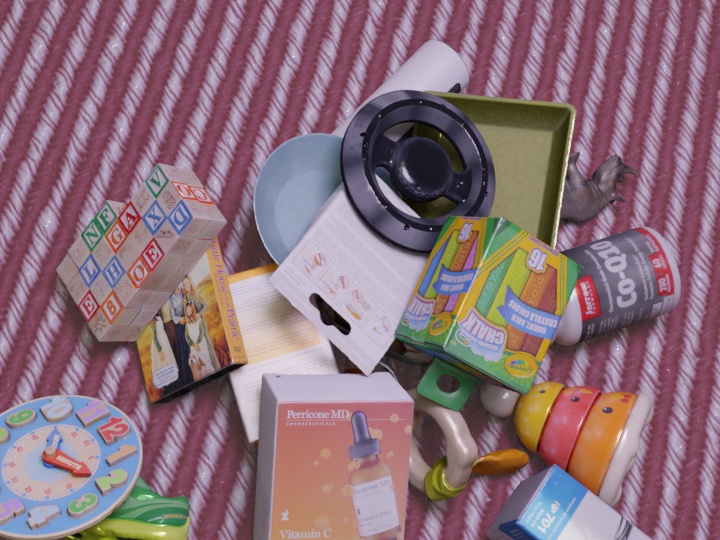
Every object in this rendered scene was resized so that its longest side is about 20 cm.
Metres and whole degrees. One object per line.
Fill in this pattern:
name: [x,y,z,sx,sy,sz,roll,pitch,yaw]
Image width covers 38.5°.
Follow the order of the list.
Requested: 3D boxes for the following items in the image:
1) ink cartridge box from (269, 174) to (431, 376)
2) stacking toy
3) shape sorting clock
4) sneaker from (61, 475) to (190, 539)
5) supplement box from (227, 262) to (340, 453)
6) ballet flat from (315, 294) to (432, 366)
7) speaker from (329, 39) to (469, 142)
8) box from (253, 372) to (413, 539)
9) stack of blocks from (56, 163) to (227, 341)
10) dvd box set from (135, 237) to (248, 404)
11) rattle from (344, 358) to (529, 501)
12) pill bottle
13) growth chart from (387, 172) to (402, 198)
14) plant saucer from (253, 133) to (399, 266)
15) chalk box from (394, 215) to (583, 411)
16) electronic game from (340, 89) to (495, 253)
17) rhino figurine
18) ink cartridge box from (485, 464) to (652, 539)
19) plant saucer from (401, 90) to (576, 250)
ink cartridge box: [0.000,0.000,1.193,0.161,0.050,0.200,44,63,-9]
stacking toy: [0.232,0.181,1.223,0.199,0.146,0.147,22,70,18]
shape sorting clock: [-0.339,0.210,1.132,0.198,0.040,0.201,4,37,-3]
sneaker: [-0.285,0.265,1.163,0.198,0.074,0.084,16,43,4]
supplement box: [-0.100,0.099,1.225,0.125,0.074,0.202,-15,73,-10]
ballet flat: [0.038,0.072,1.249,0.198,0.071,0.070,19,93,0]
speaker: [0.049,-0.207,1.339,0.081,0.081,0.200,42,72,8]
box: [-0.033,0.221,1.125,0.151,0.106,0.202,1,101,-14]
stack of blocks: [-0.254,-0.028,1.188,0.200,0.058,0.115,-48,63,22]
dvd box set: [-0.212,0.038,1.210,0.146,0.029,0.202,-26,72,32]
rattle: [0.092,0.165,1.231,0.142,0.131,0.200,-24,49,-24]
pill bottle: [0.279,0.026,1.271,0.198,0.114,0.115,-17,74,-12]
growth chart: [0.083,-0.038,1.321,0.143,0.018,0.202,11,71,-3]
plant saucer: [-0.041,-0.064,1.239,0.199,0.039,0.203,8,72,-25]
chalk box: [0.131,0.055,1.138,0.124,0.124,0.201,27,82,-23]
electronic game: [0.070,-0.118,1.216,0.198,0.042,0.202,6,73,-21]
rhino figurine: [0.270,-0.105,1.340,0.198,0.060,0.088,-12,90,-11]
ink cartridge box: [0.256,0.319,1.154,0.200,0.147,0.086,38,71,7]
plant saucer: [0.158,-0.112,1.284,0.198,0.048,0.202,8,83,17]
